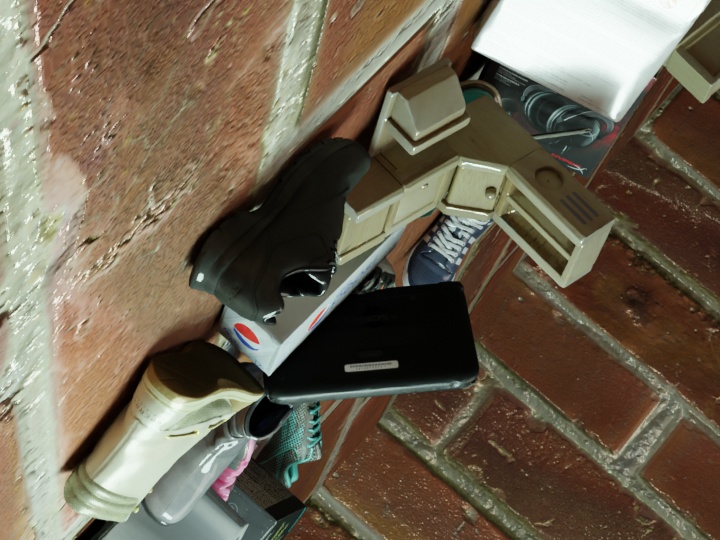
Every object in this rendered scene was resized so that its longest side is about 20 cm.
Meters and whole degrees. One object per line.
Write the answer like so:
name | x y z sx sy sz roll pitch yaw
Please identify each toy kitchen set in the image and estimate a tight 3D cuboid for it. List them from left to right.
toy kitchen set | 0.098 -0.066 1.448 0.200 0.180 0.163 -30 155 -30
toy kitchen set | 0.348 -0.274 1.797 0.163 0.200 0.181 -38 164 -17

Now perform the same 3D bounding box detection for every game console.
game console | 0.003 0.077 1.586 0.117 0.199 0.176 89 -6 -49

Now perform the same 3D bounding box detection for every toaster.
toaster | -0.224 0.307 1.747 0.181 0.119 0.200 -46 171 -32

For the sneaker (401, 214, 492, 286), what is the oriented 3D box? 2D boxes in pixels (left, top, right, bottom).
sneaker | 0.129 -0.050 2.193 0.200 0.070 0.109 -53 180 -33

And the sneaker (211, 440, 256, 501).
sneaker | -0.166 0.222 1.876 0.200 0.079 0.095 -54 -178 31

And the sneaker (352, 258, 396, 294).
sneaker | 0.000 0.000 1.713 0.074 0.079 0.200 -49 171 5

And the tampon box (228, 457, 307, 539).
tampon box | -0.173 0.313 2.015 0.150 0.126 0.200 -51 171 3

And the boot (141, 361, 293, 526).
boot | -0.133 0.161 1.618 0.200 0.070 0.132 -58 -160 -21

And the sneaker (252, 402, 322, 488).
sneaker | -0.078 0.207 2.169 0.200 0.091 0.078 -55 171 33

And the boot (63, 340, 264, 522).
boot | -0.173 0.144 1.458 0.155 0.072 0.200 -52 166 12

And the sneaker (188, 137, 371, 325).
sneaker | -0.047 -0.027 1.303 0.200 0.091 0.076 -46 169 -33

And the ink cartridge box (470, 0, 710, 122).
ink cartridge box | 0.215 -0.245 1.471 0.200 0.161 0.050 -57 -168 38

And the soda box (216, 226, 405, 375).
soda box | -0.042 0.001 1.523 0.200 0.068 0.063 -44 169 -32

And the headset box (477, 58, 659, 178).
headset box | 0.205 -0.200 1.623 0.077 0.149 0.200 -65 -178 -32

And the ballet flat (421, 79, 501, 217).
ballet flat | 0.087 -0.136 1.661 0.069 0.069 0.200 -42 170 -44

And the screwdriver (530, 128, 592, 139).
screwdriver | 0.127 -0.122 1.607 0.199 0.028 0.029 -5 147 -7
